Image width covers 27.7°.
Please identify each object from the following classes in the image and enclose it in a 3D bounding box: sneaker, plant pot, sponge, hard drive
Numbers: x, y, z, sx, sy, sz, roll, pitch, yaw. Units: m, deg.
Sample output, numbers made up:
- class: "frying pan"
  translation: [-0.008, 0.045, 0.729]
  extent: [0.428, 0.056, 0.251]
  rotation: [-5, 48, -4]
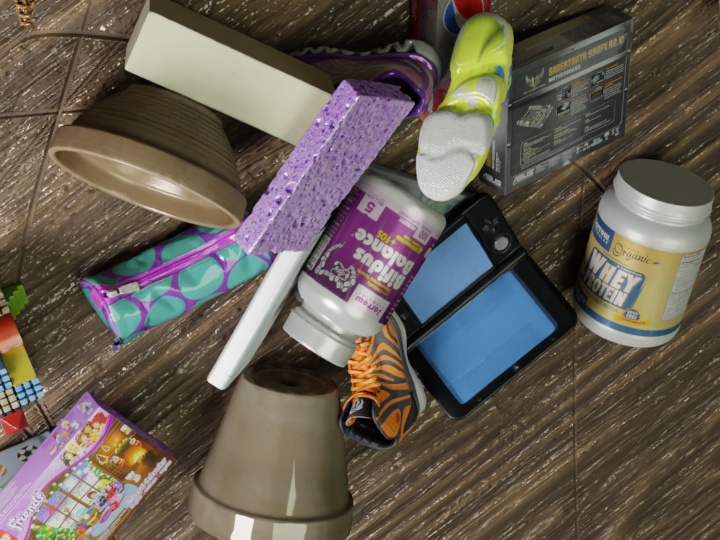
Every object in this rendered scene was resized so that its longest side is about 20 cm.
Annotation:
- class: "sneaker"
  translation: [0.120, -0.161, 1.520]
  extent: [0.202, 0.075, 0.105]
  rotation: [-69, 162, -2]
- class: "plant pot"
  translation: [-0.196, -0.119, 1.428]
  extent: [0.200, 0.200, 0.094]
  rotation: [29, 76, -40]
- class: "plant pot"
  translation: [-0.096, 0.211, 1.711]
  extent: [0.198, 0.200, 0.176]
  rotation: [1, 105, -31]
- class: "sponge"
  translation: [-0.036, -0.101, 1.444]
  extent: [0.201, 0.030, 0.111]
  rotation: [-52, 158, 20]
- class: "hard drive"
  translation: [-0.097, 0.028, 1.618]
  extent: [0.027, 0.132, 0.201]
  rotation: [31, 106, 2]
- class: "sneaker"
  translation: [-0.012, -0.182, 1.509]
  extent: [0.197, 0.089, 0.081]
  rotation: [-9, 128, 4]
- class: "sneaker"
  translation: [0.009, 0.119, 1.683]
  extent: [0.201, 0.077, 0.112]
  rotation: [62, 38, -20]

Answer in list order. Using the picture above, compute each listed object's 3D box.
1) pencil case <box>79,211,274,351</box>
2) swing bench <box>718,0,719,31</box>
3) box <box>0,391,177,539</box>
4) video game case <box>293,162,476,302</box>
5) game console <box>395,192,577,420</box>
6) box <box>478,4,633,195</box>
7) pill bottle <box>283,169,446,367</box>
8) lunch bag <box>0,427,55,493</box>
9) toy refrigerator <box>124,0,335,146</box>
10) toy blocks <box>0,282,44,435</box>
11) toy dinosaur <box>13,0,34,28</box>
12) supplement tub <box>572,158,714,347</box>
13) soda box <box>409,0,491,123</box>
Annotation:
- class: "pencil case"
  translation: [-0.194, 0.003, 1.558]
  extent: [0.198, 0.086, 0.092]
  rotation: [-29, 170, -12]
- class: "swing bench"
  translation: [0.482, -0.387, 1.664]
  extent: [0.198, 0.130, 0.200]
  rotation: [-24, 131, -7]
- class: "box"
  translation: [-0.313, 0.246, 1.596]
  extent: [0.200, 0.039, 0.137]
  rotation: [-50, 132, -2]
- class: "video game case"
  translation: [0.040, -0.026, 1.721]
  extent: [0.198, 0.022, 0.184]
  rotation: [14, 113, -36]
- class: "game console"
  translation: [0.129, 0.042, 1.729]
  extent: [0.199, 0.117, 0.176]
  rotation: [-39, 133, -2]
- class: "box"
  translation: [0.223, -0.195, 1.667]
  extent: [0.199, 0.048, 0.160]
  rotation: [-27, 132, -28]
- class: "pill bottle"
  translation: [0.000, 0.000, 1.605]
  extent: [0.112, 0.112, 0.201]
  rotation: [29, 93, -40]
- class: "lunch bag"
  translation: [-0.381, 0.277, 1.650]
  extent: [0.198, 0.076, 0.162]
  rotation: [-24, 133, -15]
- class: "toy refrigerator"
  translation: [-0.128, -0.192, 1.427]
  extent: [0.198, 0.076, 0.070]
  rotation: [22, 110, -17]
- class: "toy blocks"
  translation: [-0.367, 0.086, 1.481]
  extent: [0.099, 0.137, 0.202]
  rotation: [-23, 130, -15]
- class: "toy dinosaur"
  translation: [-0.271, -0.323, 1.303]
  extent: [0.134, 0.103, 0.201]
  rotation: [15, 130, -12]
- class: "supplement tub"
  translation: [0.355, -0.022, 1.826]
  extent: [0.143, 0.145, 0.202]
  rotation: [-5, 123, -27]
- class: "soda box"
  translation: [0.095, -0.257, 1.565]
  extent: [0.069, 0.064, 0.202]
  rotation: [-14, 128, -22]
